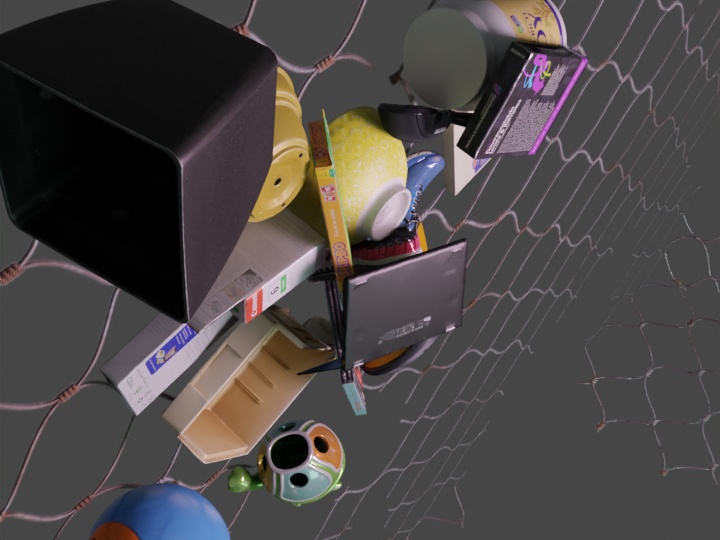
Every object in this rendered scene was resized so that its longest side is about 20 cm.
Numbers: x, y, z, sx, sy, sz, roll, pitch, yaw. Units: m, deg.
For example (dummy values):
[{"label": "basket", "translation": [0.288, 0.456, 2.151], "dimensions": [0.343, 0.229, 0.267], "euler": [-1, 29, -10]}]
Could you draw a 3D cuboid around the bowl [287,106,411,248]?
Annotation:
[{"label": "bowl", "translation": [0.001, -0.100, 1.294], "dimensions": [0.200, 0.108, 0.200], "euler": [-41, 156, -23]}]

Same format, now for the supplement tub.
[{"label": "supplement tub", "translation": [0.159, -0.284, 1.274], "dimensions": [0.200, 0.145, 0.146], "euler": [-26, 147, -48]}]

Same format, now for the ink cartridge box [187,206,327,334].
[{"label": "ink cartridge box", "translation": [-0.145, 0.000, 1.153], "dimensions": [0.200, 0.109, 0.050], "euler": [-38, 154, -30]}]

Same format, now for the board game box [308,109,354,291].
[{"label": "board game box", "translation": [-0.033, -0.080, 1.160], "dimensions": [0.030, 0.096, 0.201], "euler": [-8, 130, -2]}]

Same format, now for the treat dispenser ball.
[{"label": "treat dispenser ball", "translation": [-0.278, 0.397, 1.374], "dimensions": [0.201, 0.201, 0.201], "euler": [-42, 156, -24]}]

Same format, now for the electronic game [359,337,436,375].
[{"label": "electronic game", "translation": [0.069, 0.072, 1.468], "dimensions": [0.200, 0.042, 0.200], "euler": [-43, -161, 18]}]

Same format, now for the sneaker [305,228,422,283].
[{"label": "sneaker", "translation": [0.000, 0.000, 1.343], "dimensions": [0.081, 0.199, 0.075], "euler": [-34, 110, -44]}]

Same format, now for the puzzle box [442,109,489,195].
[{"label": "puzzle box", "translation": [0.182, -0.219, 1.580], "dimensions": [0.133, 0.025, 0.200], "euler": [-46, 157, -17]}]

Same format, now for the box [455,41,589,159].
[{"label": "box", "translation": [0.205, -0.210, 1.237], "dimensions": [0.200, 0.036, 0.143], "euler": [-16, 138, -58]}]

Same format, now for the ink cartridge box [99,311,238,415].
[{"label": "ink cartridge box", "translation": [-0.223, 0.082, 1.221], "dimensions": [0.200, 0.039, 0.100], "euler": [-43, 157, -20]}]

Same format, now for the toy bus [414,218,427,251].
[{"label": "toy bus", "translation": [0.033, 0.002, 1.486], "dimensions": [0.200, 0.078, 0.065], "euler": [-51, 140, -39]}]

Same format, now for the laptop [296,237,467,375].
[{"label": "laptop", "translation": [0.025, 0.050, 1.269], "dimensions": [0.187, 0.116, 0.201], "euler": [-19, 125, -31]}]

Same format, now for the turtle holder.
[{"label": "turtle holder", "translation": [-0.123, 0.316, 1.677], "dimensions": [0.132, 0.185, 0.142], "euler": [63, 35, -67]}]

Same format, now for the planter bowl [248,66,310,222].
[{"label": "planter bowl", "translation": [-0.114, -0.115, 1.076], "dimensions": [0.200, 0.083, 0.201], "euler": [-43, 156, -24]}]

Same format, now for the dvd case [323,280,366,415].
[{"label": "dvd case", "translation": [-0.024, 0.097, 1.462], "dimensions": [0.022, 0.201, 0.146], "euler": [-11, 155, 3]}]

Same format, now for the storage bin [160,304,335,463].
[{"label": "storage bin", "translation": [-0.148, 0.149, 1.341], "dimensions": [0.200, 0.094, 0.199], "euler": [-49, 168, 2]}]

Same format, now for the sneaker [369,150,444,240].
[{"label": "sneaker", "translation": [0.061, -0.087, 1.456], "dimensions": [0.200, 0.089, 0.079], "euler": [-50, 159, -6]}]

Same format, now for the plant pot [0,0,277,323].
[{"label": "plant pot", "translation": [-0.173, -0.114, 0.835], "dimensions": [0.178, 0.199, 0.200], "euler": [-50, 160, -35]}]

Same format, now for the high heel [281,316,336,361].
[{"label": "high heel", "translation": [-0.097, 0.142, 1.543], "dimensions": [0.143, 0.071, 0.200], "euler": [-46, 162, 14]}]

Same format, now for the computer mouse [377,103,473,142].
[{"label": "computer mouse", "translation": [0.104, -0.183, 1.273], "dimensions": [0.200, 0.140, 0.046], "euler": [-29, 128, -72]}]
